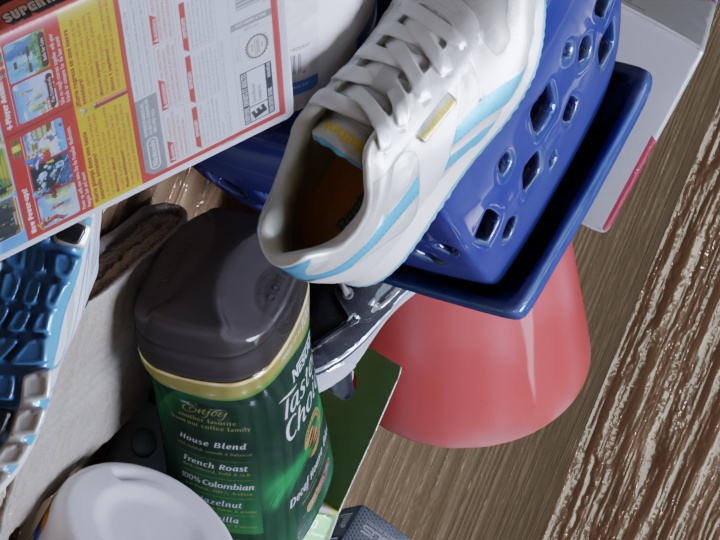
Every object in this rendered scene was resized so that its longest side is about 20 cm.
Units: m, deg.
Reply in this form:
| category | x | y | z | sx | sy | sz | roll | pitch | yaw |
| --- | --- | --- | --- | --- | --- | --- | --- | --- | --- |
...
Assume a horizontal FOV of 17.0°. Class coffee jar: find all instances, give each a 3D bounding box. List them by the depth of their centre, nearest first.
| category | x | y | z | sx | sy | sz | roll | pitch | yaw |
| --- | --- | --- | --- | --- | --- | --- | --- | --- | --- |
| coffee jar | -0.069 | 0.066 | 1.341 | 0.201 | 0.085 | 0.105 | 83 | 25 | -45 |

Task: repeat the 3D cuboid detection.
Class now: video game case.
| category | x | y | z | sx | sy | sz | roll | pitch | yaw |
| --- | --- | --- | --- | --- | --- | --- | --- | --- | --- |
| video game case | -0.120 | -0.075 | 1.046 | 0.199 | 0.017 | 0.143 | -28 | 149 | -17 |

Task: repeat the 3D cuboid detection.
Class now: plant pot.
| category | x | y | z | sx | sy | sz | roll | pitch | yaw |
| --- | --- | --- | --- | --- | --- | --- | --- | --- | --- |
| plant pot | 0.036 | -0.094 | 1.334 | 0.201 | 0.199 | 0.180 | -60 | 143 | -19 |
| plant pot | 0.075 | 0.000 | 1.787 | 0.201 | 0.199 | 0.178 | -54 | 151 | -41 |

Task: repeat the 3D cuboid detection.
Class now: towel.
| category | x | y | z | sx | sy | sz | roll | pitch | yaw |
| --- | --- | --- | --- | --- | --- | --- | --- | --- | --- |
| towel | -0.155 | 0.054 | 1.300 | 0.200 | 0.034 | 0.133 | -45 | 155 | -59 |

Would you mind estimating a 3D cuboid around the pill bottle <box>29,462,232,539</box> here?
| category | x | y | z | sx | sy | sz | roll | pitch | yaw |
| --- | --- | --- | --- | --- | --- | --- | --- | --- | --- |
| pill bottle | -0.157 | 0.213 | 1.335 | 0.201 | 0.112 | 0.112 | -58 | 172 | 30 |

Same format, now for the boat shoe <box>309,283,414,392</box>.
| category | x | y | z | sx | sy | sz | roll | pitch | yaw |
| --- | --- | --- | --- | --- | --- | --- | --- | --- | --- |
| boat shoe | 0.000 | 0.000 | 1.447 | 0.199 | 0.072 | 0.068 | -37 | 152 | -11 |

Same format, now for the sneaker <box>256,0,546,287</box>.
| category | x | y | z | sx | sy | sz | roll | pitch | yaw |
| --- | --- | --- | --- | --- | --- | --- | --- | --- | --- |
| sneaker | 0.021 | -0.079 | 1.142 | 0.081 | 0.076 | 0.201 | -1 | 121 | -62 |

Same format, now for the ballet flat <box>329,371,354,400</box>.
| category | x | y | z | sx | sy | sz | roll | pitch | yaw |
| --- | --- | --- | --- | --- | --- | --- | --- | --- | --- |
| ballet flat | -0.029 | 0.074 | 1.710 | 0.200 | 0.073 | 0.073 | 82 | 34 | -74 |

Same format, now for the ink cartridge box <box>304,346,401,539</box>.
| category | x | y | z | sx | sy | sz | roll | pitch | yaw |
| --- | --- | --- | --- | --- | --- | --- | --- | --- | --- |
| ink cartridge box | -0.061 | 0.129 | 1.551 | 0.048 | 0.145 | 0.202 | 17 | 96 | -34 |

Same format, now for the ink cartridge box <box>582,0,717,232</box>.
| category | x | y | z | sx | sy | sz | roll | pitch | yaw |
| --- | --- | --- | --- | --- | --- | --- | --- | --- | --- |
| ink cartridge box | 0.147 | -0.147 | 1.623 | 0.146 | 0.144 | 0.200 | -64 | 177 | 23 |

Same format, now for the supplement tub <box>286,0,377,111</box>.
| category | x | y | z | sx | sy | sz | roll | pitch | yaw |
| --- | --- | --- | --- | --- | --- | --- | --- | --- | --- |
| supplement tub | -0.055 | -0.178 | 1.115 | 0.132 | 0.131 | 0.201 | -58 | 163 | -31 |

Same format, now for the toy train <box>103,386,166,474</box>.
| category | x | y | z | sx | sy | sz | roll | pitch | yaw |
| --- | --- | --- | --- | --- | --- | --- | --- | --- | --- |
| toy train | -0.122 | 0.143 | 1.472 | 0.201 | 0.085 | 0.114 | -68 | 156 | 1 |

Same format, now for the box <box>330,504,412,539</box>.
| category | x | y | z | sx | sy | sz | roll | pitch | yaw |
| --- | --- | --- | --- | --- | --- | --- | --- | --- | --- |
| box | -0.050 | 0.243 | 1.632 | 0.158 | 0.051 | 0.200 | -58 | -170 | -19 |

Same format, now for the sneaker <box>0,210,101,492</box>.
| category | x | y | z | sx | sy | sz | roll | pitch | yaw |
| --- | --- | --- | --- | --- | --- | --- | --- | --- | --- |
| sneaker | -0.162 | 0.025 | 1.155 | 0.087 | 0.074 | 0.201 | 9 | 104 | -81 |
